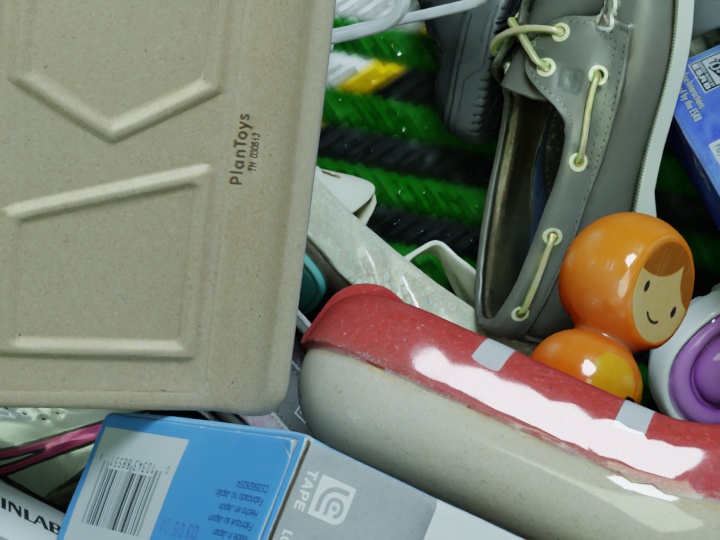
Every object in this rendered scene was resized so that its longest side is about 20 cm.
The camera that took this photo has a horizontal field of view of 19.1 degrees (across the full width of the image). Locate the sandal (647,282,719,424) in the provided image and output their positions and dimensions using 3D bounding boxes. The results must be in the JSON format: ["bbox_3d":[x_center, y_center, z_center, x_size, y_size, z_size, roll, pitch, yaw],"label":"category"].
[{"bbox_3d":[0.212,0.008,0.867,0.202,0.050,0.083,-37,119,2],"label":"sandal"}]

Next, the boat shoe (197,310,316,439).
[{"bbox_3d":[-0.041,0.035,0.842,0.200,0.057,0.067,44,65,-21],"label":"boat shoe"}]

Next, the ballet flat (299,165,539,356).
[{"bbox_3d":[0.000,0.000,0.878,0.200,0.067,0.062,42,63,-5],"label":"ballet flat"}]

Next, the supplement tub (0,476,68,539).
[{"bbox_3d":[-0.105,0.159,0.793,0.200,0.123,0.123,29,91,-22],"label":"supplement tub"}]

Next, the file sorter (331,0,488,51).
[{"bbox_3d":[-0.066,-0.133,0.777,0.200,0.124,0.139,-21,101,-40],"label":"file sorter"}]

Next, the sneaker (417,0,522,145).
[{"bbox_3d":[0.031,-0.159,0.866,0.104,0.060,0.201,21,114,24],"label":"sneaker"}]

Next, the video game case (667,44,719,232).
[{"bbox_3d":[0.229,-0.033,0.787,0.181,0.046,0.200,-23,51,1],"label":"video game case"}]

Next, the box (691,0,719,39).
[{"bbox_3d":[0.200,-0.176,0.784,0.152,0.200,0.107,-23,91,-15],"label":"box"}]

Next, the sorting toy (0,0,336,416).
[{"bbox_3d":[-0.114,-0.044,0.666,0.199,0.037,0.186,4,113,-9],"label":"sorting toy"}]

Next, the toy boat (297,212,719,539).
[{"bbox_3d":[0.084,0.040,0.776,0.199,0.131,0.131,24,79,12],"label":"toy boat"}]

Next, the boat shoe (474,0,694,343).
[{"bbox_3d":[0.083,-0.068,0.831,0.060,0.072,0.203,-2,105,-24],"label":"boat shoe"}]

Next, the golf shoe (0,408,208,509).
[{"bbox_3d":[-0.160,0.074,0.866,0.199,0.073,0.093,-3,87,-10],"label":"golf shoe"}]

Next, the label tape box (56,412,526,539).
[{"bbox_3d":[0.016,0.114,0.726,0.200,0.144,0.064,27,77,-28],"label":"label tape box"}]

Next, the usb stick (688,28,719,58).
[{"bbox_3d":[0.136,-0.107,0.883,0.055,0.033,0.200,-31,92,-7],"label":"usb stick"}]
